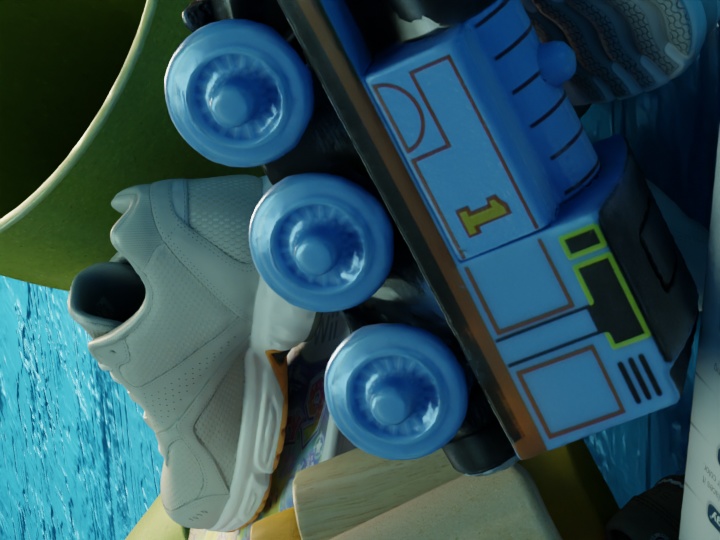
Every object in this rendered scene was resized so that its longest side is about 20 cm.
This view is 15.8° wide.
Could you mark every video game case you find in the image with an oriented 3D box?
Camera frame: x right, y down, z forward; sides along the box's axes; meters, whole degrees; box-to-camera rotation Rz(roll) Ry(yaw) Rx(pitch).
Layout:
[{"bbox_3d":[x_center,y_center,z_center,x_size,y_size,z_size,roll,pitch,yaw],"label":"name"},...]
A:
[{"bbox_3d":[-0.041,0.114,1.066,0.143,0.018,0.201,-20,57,64],"label":"video game case"}]

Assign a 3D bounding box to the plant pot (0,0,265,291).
[{"bbox_3d":[-0.073,-0.058,1.088,0.187,0.200,0.188,-25,51,36],"label":"plant pot"}]

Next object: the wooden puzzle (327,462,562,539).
[{"bbox_3d":[0.017,0.190,0.876,0.201,0.185,0.046,64,-159,3],"label":"wooden puzzle"}]

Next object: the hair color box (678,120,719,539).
[{"bbox_3d":[0.151,0.040,0.785,0.100,0.060,0.201,-128,30,-47],"label":"hair color box"}]

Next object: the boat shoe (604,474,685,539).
[{"bbox_3d":[0.140,0.165,0.889,0.201,0.072,0.072,67,158,18],"label":"boat shoe"}]

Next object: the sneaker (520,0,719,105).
[{"bbox_3d":[0.060,-0.090,0.871,0.200,0.082,0.075,-3,127,52],"label":"sneaker"}]

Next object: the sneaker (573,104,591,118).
[{"bbox_3d":[0.035,-0.096,1.003,0.200,0.070,0.080,43,166,49],"label":"sneaker"}]

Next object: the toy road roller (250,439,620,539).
[{"bbox_3d":[0.053,0.161,0.936,0.146,0.122,0.200,-99,-16,-53],"label":"toy road roller"}]

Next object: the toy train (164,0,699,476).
[{"bbox_3d":[0.023,-0.031,0.803,0.201,0.114,0.087,62,-160,-16],"label":"toy train"}]

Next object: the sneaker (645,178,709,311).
[{"bbox_3d":[0.070,-0.001,0.949,0.076,0.088,0.200,-69,19,-5],"label":"sneaker"}]

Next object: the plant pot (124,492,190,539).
[{"bbox_3d":[-0.055,0.175,1.289,0.201,0.199,0.190,61,143,31],"label":"plant pot"}]

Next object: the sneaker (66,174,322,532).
[{"bbox_3d":[-0.072,0.029,1.017,0.201,0.091,0.076,105,166,-46],"label":"sneaker"}]
